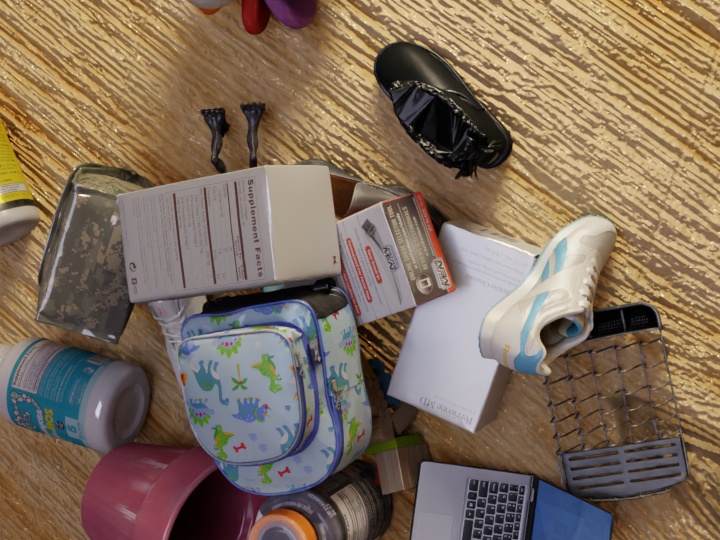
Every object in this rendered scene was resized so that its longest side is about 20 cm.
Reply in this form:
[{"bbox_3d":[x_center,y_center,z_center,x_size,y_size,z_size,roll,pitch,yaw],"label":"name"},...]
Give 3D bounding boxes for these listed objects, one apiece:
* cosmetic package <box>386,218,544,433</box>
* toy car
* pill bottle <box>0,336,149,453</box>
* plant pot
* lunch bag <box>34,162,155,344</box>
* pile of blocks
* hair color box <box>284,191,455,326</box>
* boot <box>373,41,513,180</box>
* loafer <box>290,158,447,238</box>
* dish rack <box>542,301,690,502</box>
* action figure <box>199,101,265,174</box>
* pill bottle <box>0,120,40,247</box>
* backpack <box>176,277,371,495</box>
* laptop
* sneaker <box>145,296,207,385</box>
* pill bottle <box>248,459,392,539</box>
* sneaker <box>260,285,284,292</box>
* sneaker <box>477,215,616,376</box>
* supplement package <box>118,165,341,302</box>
[{"bbox_3d":[0.116,0.057,1.437,0.112,0.081,0.202,20,101,19],"label":"cosmetic package"},{"bbox_3d":[-0.101,-0.332,1.474,0.198,0.176,0.151,-8,126,23],"label":"toy car"},{"bbox_3d":[-0.363,0.145,1.631,0.198,0.111,0.112,13,99,22],"label":"pill bottle"},{"bbox_3d":[-0.216,0.282,1.547,0.178,0.199,0.202,15,100,37],"label":"plant pot"},{"bbox_3d":[-0.301,-0.029,1.552,0.117,0.200,0.165,17,99,-12],"label":"lunch bag"},{"bbox_3d":[0.011,0.159,1.491,0.062,0.082,0.201,-19,101,37],"label":"pile of blocks"},{"bbox_3d":[0.000,0.000,1.425,0.199,0.064,0.112,-21,88,51],"label":"hair color box"},{"bbox_3d":[0.070,-0.172,1.395,0.198,0.162,0.074,44,107,14],"label":"boot"},{"bbox_3d":[0.001,-0.066,1.481,0.198,0.072,0.073,20,99,19],"label":"loafer"},{"bbox_3d":[0.256,0.140,1.398,0.152,0.054,0.202,-12,88,24],"label":"dish rack"},{"bbox_3d":[-0.145,-0.086,1.528,0.118,0.102,0.202,-4,90,18],"label":"action figure"},{"bbox_3d":[-0.481,-0.130,1.659,0.112,0.112,0.202,-26,84,22],"label":"pill bottle"},{"bbox_3d":[-0.092,0.129,1.393,0.181,0.147,0.202,-9,101,28],"label":"backpack"},{"bbox_3d":[0.148,0.316,1.419,0.198,0.116,0.189,8,97,2],"label":"laptop"},{"bbox_3d":[-0.214,0.053,1.566,0.077,0.099,0.202,-11,90,23],"label":"sneaker"},{"bbox_3d":[-0.047,0.274,1.457,0.105,0.200,0.107,2,95,23],"label":"pill bottle"},{"bbox_3d":[-0.069,0.085,1.509,0.079,0.095,0.202,-21,86,24],"label":"sneaker"},{"bbox_3d":[0.206,0.028,1.357,0.080,0.077,0.200,24,62,36],"label":"sneaker"},{"bbox_3d":[-0.136,-0.037,1.395,0.198,0.117,0.119,-8,89,32],"label":"supplement package"}]
